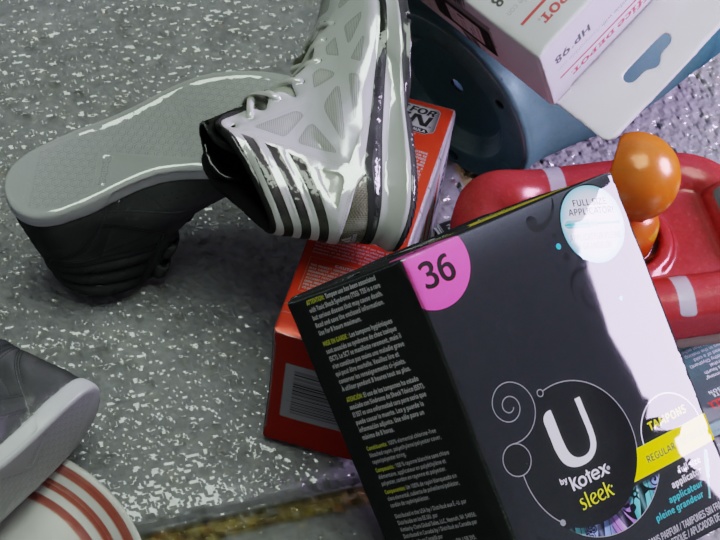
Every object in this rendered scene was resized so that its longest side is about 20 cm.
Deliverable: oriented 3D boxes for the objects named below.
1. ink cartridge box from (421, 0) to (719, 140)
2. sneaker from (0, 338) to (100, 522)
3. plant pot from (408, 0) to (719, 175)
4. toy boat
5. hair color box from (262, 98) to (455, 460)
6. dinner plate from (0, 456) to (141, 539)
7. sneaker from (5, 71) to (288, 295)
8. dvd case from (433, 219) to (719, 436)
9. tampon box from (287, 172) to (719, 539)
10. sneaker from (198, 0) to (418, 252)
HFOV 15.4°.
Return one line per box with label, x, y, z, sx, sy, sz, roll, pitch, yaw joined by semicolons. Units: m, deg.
ink cartridge box;0.104;-0.181;1.545;0.200;0.067;0.116;40;81;24
sneaker;-0.240;0.101;1.443;0.099;0.071;0.200;31;47;19
plant pot;0.114;-0.162;1.670;0.200;0.200;0.188;38;67;21
toy boat;0.152;-0.029;1.566;0.199;0.131;0.131;-7;52;-14
hair color box;0.000;0.000;1.567;0.061;0.102;0.200;15;49;6
dinner plate;-0.213;0.175;1.442;0.200;0.024;0.201;4;51;-5
sneaker;-0.108;-0.050;1.582;0.200;0.099;0.071;-19;57;-9
dvd case;0.154;0.026;1.621;0.146;0.022;0.200;-20;55;-23
tampon box;0.083;0.072;1.431;0.150;0.126;0.200;-24;92;-33
sneaker;-0.033;-0.106;1.508;0.115;0.076;0.201;4;59;-14
